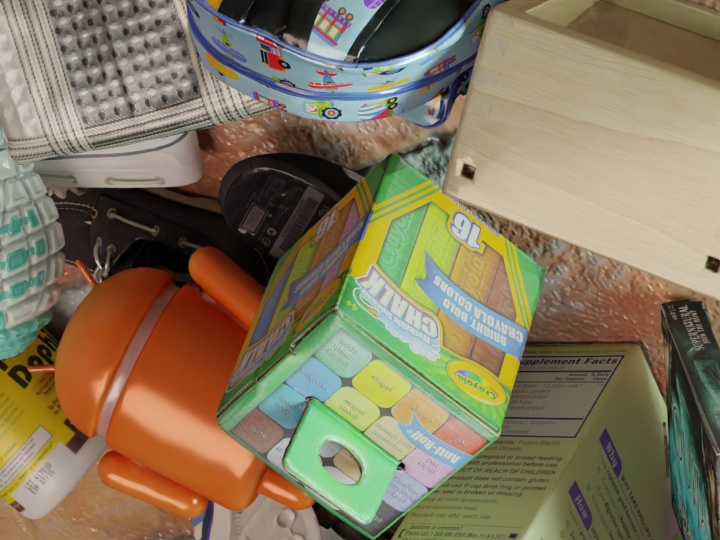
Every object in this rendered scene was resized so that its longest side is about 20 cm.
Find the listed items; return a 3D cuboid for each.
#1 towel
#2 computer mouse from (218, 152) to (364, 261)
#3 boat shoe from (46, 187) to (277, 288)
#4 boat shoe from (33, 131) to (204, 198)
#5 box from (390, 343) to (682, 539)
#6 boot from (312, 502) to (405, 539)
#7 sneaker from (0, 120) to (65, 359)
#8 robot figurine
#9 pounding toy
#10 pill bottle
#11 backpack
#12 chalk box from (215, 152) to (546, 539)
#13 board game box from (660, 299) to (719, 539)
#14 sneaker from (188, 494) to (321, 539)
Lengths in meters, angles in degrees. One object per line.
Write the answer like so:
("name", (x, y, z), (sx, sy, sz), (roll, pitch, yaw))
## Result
("towel", (-0.144, -0.170, 1.573), (0.191, 0.035, 0.201), (-10, 103, 24))
("computer mouse", (0.000, 0.000, 1.711), (0.199, 0.046, 0.141), (24, 132, -2))
("boat shoe", (-0.147, -0.015, 1.787), (0.199, 0.063, 0.073), (10, 133, 27))
("boat shoe", (-0.190, -0.075, 1.750), (0.199, 0.074, 0.067), (3, 128, 33))
("box", (0.120, 0.175, 1.675), (0.096, 0.200, 0.177), (-1, 129, 37))
("boot", (0.067, 0.167, 1.822), (0.174, 0.069, 0.200), (37, 148, -6))
("sneaker", (-0.241, -0.046, 1.705), (0.091, 0.077, 0.202), (-1, 99, 46))
("robot figurine", (-0.102, 0.070, 1.709), (0.199, 0.117, 0.144), (26, 147, 4))
("pounding toy", (0.165, -0.056, 1.441), (0.183, 0.200, 0.143), (21, 111, 17))
("pill bottle", (-0.266, 0.071, 1.925), (0.200, 0.109, 0.109), (41, 141, -7))
("backpack", (-0.006, -0.152, 1.442), (0.182, 0.200, 0.135), (25, 140, 12))
("chalk box", (0.009, 0.056, 1.589), (0.124, 0.201, 0.124), (37, 127, -15))
("board game box", (0.197, 0.117, 1.555), (0.028, 0.200, 0.136), (-6, 112, -1))
("sneaker", (-0.093, 0.141, 1.864), (0.146, 0.080, 0.201), (35, 138, 59))
